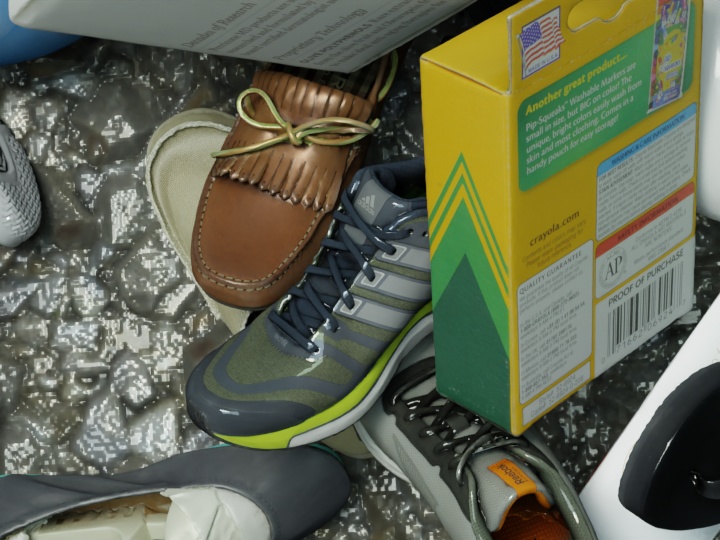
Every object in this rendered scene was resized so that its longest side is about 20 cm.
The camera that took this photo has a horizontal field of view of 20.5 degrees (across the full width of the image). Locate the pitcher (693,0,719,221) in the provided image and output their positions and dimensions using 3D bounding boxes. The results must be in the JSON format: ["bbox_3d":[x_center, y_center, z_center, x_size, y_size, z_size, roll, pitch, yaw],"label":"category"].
[{"bbox_3d":[0.170,-0.138,0.932,0.171,0.121,0.200,-33,70,4],"label":"pitcher"}]

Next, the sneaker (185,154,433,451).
[{"bbox_3d":[0.000,0.000,0.876,0.200,0.081,0.074,-39,49,-20],"label":"sneaker"}]

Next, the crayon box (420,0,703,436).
[{"bbox_3d":[0.087,-0.047,0.836,0.126,0.201,0.051,-31,43,-34],"label":"crayon box"}]

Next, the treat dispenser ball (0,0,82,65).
[{"bbox_3d":[-0.188,-0.198,0.952,0.200,0.201,0.202,-1,85,10],"label":"treat dispenser ball"}]

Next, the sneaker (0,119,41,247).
[{"bbox_3d":[-0.259,-0.065,1.021,0.115,0.075,0.200,-45,86,14],"label":"sneaker"}]

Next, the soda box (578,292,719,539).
[{"bbox_3d":[0.164,0.072,0.936,0.064,0.068,0.200,34,92,10],"label":"soda box"}]

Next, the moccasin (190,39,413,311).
[{"bbox_3d":[-0.023,-0.070,0.937,0.073,0.078,0.202,25,63,12],"label":"moccasin"}]

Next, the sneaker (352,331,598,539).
[{"bbox_3d":[0.054,0.083,0.885,0.074,0.079,0.200,-29,63,-11],"label":"sneaker"}]

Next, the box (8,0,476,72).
[{"bbox_3d":[-0.034,-0.208,0.809,0.171,0.200,0.200,5,77,-27],"label":"box"}]

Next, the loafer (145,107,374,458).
[{"bbox_3d":[-0.040,0.002,0.977,0.076,0.068,0.200,-37,80,5],"label":"loafer"}]

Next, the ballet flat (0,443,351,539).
[{"bbox_3d":[-0.103,0.130,0.975,0.199,0.073,0.073,-6,84,11],"label":"ballet flat"}]

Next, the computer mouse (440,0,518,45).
[{"bbox_3d":[0.056,-0.143,0.900,0.046,0.140,0.201,-16,125,-22],"label":"computer mouse"}]

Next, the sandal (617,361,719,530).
[{"bbox_3d":[0.198,0.078,0.876,0.043,0.199,0.076,37,121,49],"label":"sandal"}]
